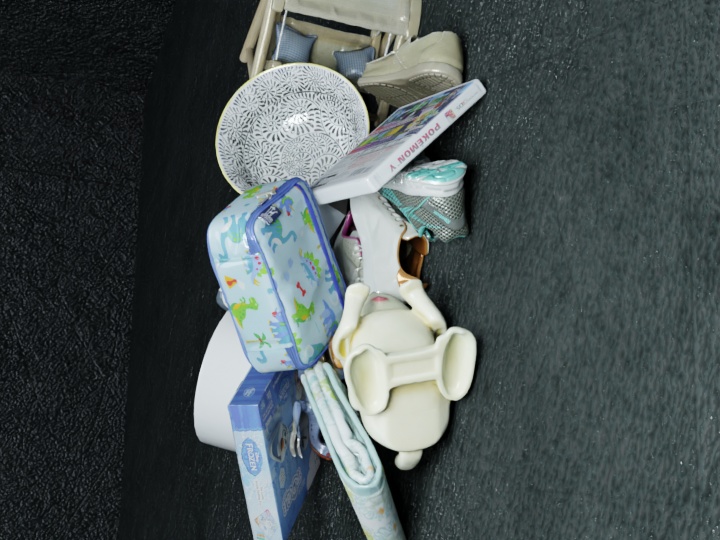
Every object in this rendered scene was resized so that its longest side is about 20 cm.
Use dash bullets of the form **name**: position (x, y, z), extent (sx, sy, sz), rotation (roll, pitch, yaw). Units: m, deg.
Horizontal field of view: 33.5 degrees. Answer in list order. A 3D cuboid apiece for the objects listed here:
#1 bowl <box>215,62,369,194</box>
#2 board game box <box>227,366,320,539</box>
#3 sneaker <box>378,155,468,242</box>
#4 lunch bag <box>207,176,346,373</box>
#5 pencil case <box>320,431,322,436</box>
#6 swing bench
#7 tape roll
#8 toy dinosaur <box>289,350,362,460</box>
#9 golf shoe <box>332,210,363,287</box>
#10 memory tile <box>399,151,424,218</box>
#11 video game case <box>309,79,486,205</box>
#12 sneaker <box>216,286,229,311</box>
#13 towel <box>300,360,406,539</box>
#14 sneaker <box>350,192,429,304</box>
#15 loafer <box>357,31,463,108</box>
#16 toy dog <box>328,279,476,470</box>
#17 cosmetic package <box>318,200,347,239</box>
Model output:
- **bowl**: position (-0.077, -0.157, 1.544), extent (0.094, 0.200, 0.201), rotation (57, -147, -67)
- **board game box**: position (-0.105, 0.211, 1.518), extent (0.200, 0.043, 0.199), rotation (-63, -32, -65)
- **sneaker**: position (0.066, -0.077, 1.355), extent (0.200, 0.077, 0.091), rotation (-150, 43, -71)
- **lunch bag**: position (-0.088, 0.002, 1.369), extent (0.161, 0.082, 0.200), rotation (-47, -56, -56)
- **pencil case**: position (-0.057, 0.134, 1.632), extent (0.087, 0.087, 0.200), rotation (-111, 35, -57)
- **swing bench**: position (-0.040, -0.320, 1.597), extent (0.130, 0.199, 0.200), rotation (-104, 29, -49)
- **tape roll**: position (-0.156, 0.149, 1.640), extent (0.202, 0.071, 0.203), rotation (13, -90, -78)
- **toy dinosaur**: position (-0.038, 0.153, 1.546), extent (0.200, 0.105, 0.182), rotation (-93, 11, -46)
- **golf shoe**: position (0.000, 0.000, 1.516), extent (0.200, 0.075, 0.092), rotation (-108, 25, -51)
- **memory tile**: position (0.040, -0.124, 1.558), extent (0.200, 0.017, 0.154), rotation (163, 114, -69)
- **video game case**: position (0.033, -0.142, 1.376), extent (0.182, 0.023, 0.200), rotation (-43, 14, -19)
- **sneaker**: position (-0.108, 0.001, 1.484), extent (0.071, 0.200, 0.073), rotation (-7, 99, 29)
- **towel**: position (-0.003, 0.216, 1.343), extent (0.200, 0.048, 0.171), rotation (-116, 4, -47)
- **sneaker**: position (0.044, -0.048, 1.437), extent (0.085, 0.073, 0.200), rotation (-27, 57, 28)
- **loafer**: position (0.067, -0.244, 1.450), extent (0.200, 0.076, 0.068), rotation (4, 70, 59)
- **toy dog**: position (0.040, 0.098, 1.314), extent (0.200, 0.139, 0.194), rotation (-122, 16, -63)
- **cosmetic package**: position (-0.077, -0.045, 1.664), extent (0.151, 0.052, 0.200), rotation (-58, 6, 12)
